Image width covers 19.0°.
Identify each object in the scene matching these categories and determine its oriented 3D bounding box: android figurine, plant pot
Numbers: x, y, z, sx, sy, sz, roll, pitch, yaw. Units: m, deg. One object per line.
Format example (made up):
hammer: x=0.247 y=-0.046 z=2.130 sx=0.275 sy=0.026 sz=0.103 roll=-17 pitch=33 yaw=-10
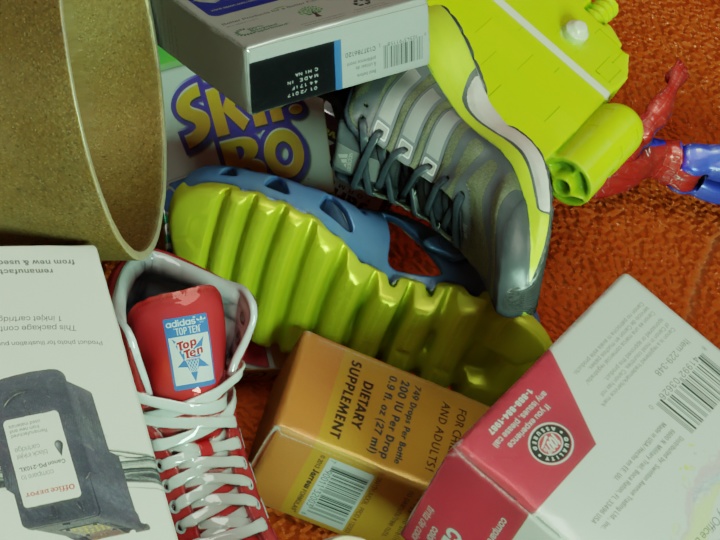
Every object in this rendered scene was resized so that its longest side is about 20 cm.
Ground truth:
android figurine: x=0.072 y=-0.114 z=1.166 sx=0.182 sy=0.041 sz=0.200 roll=43 pitch=48 yaw=6
plant pot: x=-0.203 y=-0.085 z=0.952 sx=0.199 sy=0.187 sz=0.187 roll=-7 pitch=49 yaw=5

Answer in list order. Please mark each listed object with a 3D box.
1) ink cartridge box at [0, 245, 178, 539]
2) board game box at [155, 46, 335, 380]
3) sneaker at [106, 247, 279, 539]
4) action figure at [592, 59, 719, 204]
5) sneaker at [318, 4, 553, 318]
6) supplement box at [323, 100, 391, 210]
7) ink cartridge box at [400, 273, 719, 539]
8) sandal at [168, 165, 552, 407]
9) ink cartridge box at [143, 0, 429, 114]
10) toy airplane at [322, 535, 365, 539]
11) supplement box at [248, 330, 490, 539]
ink cartridge box: x=-0.141 y=0.111 z=0.880 sx=0.084 sy=0.145 sz=0.200 roll=-1 pitch=52 yaw=-26
board game box: x=-0.061 y=-0.045 z=1.085 sx=0.095 sy=0.030 sz=0.201 roll=-1 pitch=72 yaw=-24
sneaker: x=-0.070 y=0.082 z=0.959 sx=0.071 sy=0.113 sz=0.200 roll=-15 pitch=58 yaw=-32
action figure: x=0.192 y=-0.079 z=1.250 sx=0.199 sy=0.065 sz=0.099 roll=8 pitch=55 yaw=-19
sneaker: x=0.031 y=-0.048 z=1.026 sx=0.081 sy=0.074 sz=0.200 roll=-11 pitch=44 yaw=-18
supplement box: x=0.007 y=-0.128 z=1.214 sx=0.109 sy=0.061 sz=0.200 roll=28 pitch=47 yaw=1
ink cartridge box: x=0.142 y=0.121 z=0.951 sx=0.200 sy=0.086 sz=0.148 roll=42 pitch=50 yaw=11
sandal: x=0.000 y=0.000 z=1.051 sx=0.200 sy=0.080 sz=0.087 roll=25 pitch=34 yaw=-12
ink cartridge box: x=-0.059 y=-0.138 z=1.056 sx=0.099 sy=0.039 sz=0.200 roll=-18 pitch=35 yaw=-24
toy airplane: x=-0.009 y=0.234 z=0.839 sx=0.199 sy=0.141 sz=0.200 roll=57 pitch=44 yaw=-22
supplement box: x=0.048 y=0.104 z=1.025 sx=0.199 sy=0.069 sz=0.067 roll=23 pitch=48 yaw=-7
